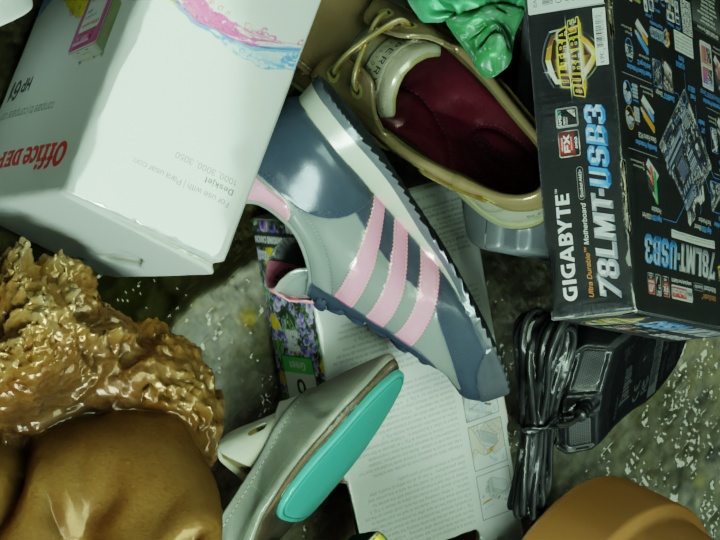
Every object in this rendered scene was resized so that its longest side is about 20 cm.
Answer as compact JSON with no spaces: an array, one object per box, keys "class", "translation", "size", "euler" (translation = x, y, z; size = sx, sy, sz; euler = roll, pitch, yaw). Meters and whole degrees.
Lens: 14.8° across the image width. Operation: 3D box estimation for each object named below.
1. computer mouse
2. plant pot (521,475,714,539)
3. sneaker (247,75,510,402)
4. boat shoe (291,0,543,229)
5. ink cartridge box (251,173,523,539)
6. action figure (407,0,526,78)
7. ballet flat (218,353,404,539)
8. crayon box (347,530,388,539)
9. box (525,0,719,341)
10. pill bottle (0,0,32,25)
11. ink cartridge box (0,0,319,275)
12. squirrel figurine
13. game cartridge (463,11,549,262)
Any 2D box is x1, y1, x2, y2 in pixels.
[{"class":"computer mouse","translation":[0.119,0.029,1.450],"size":[0.200,0.046,0.141],"euler":[-43,144,-47]},{"class":"plant pot","translation":[0.159,0.221,1.427],"size":[0.200,0.140,0.201],"euler":[-28,127,-46]},{"class":"sneaker","translation":[0.000,0.000,1.346],"size":[0.082,0.070,0.200],"euler":[-33,119,3]},{"class":"boat shoe","translation":[0.021,-0.097,1.356],"size":[0.200,0.066,0.074],"euler":[35,87,3]},{"class":"ink cartridge box","translation":[0.016,0.059,1.418],"size":[0.109,0.050,0.201],"euler":[-16,102,-33]},{"class":"action figure","translation":[0.048,-0.181,1.365],"size":[0.118,0.055,0.201],"euler":[-8,59,-1]},{"class":"ballet flat","translation":[-0.056,0.114,1.341],"size":[0.200,0.064,0.067],"euler":[-58,164,-1]},{"class":"crayon box","translation":[0.024,0.240,1.319],"size":[0.127,0.051,0.200],"euler":[-42,94,-18]},{"class":"box","translation":[0.137,-0.069,1.367],"size":[0.200,0.050,0.199],"euler":[9,78,-66]},{"class":"pill bottle","translation":[-0.215,-0.197,1.206],"size":[0.116,0.116,0.201],"euler":[-25,105,-31]},{"class":"ink cartridge box","translation":[-0.090,-0.104,1.265],"size":[0.084,0.144,0.201],"euler":[24,78,-23]},{"class":"squirrel figurine","translation":[-0.161,0.092,1.249],"size":[0.186,0.142,0.201],"euler":[13,73,-12]},{"class":"game cartridge","translation":[0.105,-0.104,1.451],"size":[0.133,0.041,0.201],"euler":[12,82,-63]}]
